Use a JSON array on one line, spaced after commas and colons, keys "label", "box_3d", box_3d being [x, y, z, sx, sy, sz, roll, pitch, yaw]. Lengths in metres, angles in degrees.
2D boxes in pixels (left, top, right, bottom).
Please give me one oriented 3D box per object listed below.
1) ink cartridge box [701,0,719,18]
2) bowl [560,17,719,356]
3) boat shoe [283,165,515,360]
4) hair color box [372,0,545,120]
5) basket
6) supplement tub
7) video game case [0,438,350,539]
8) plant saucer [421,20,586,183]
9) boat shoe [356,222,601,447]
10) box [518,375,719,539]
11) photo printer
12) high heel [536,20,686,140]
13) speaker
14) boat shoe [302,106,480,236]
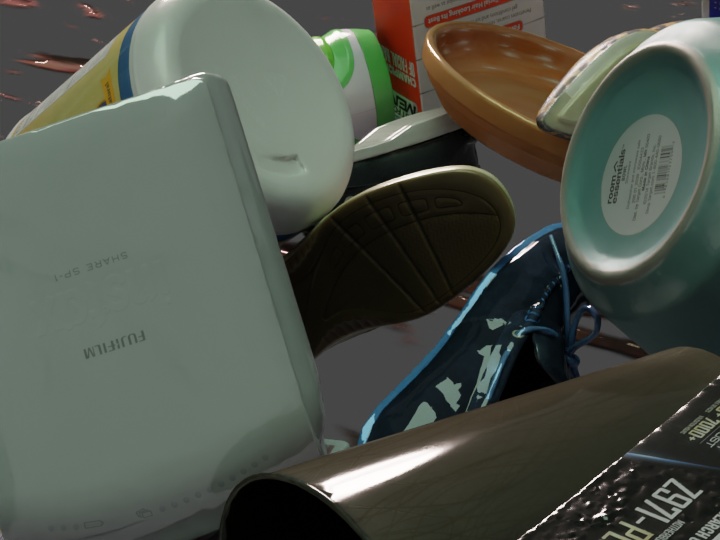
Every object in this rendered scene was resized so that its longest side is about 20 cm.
[{"label": "ink cartridge box", "box_3d": [0.308, -0.161, 1.037, 0.196, 0.200, 0.047, 18, 79, 15]}, {"label": "bowl", "box_3d": [0.169, -0.039, 0.801, 0.104, 0.202, 0.201, 16, 16, -28]}, {"label": "boat shoe", "box_3d": [0.000, 0.000, 0.907, 0.199, 0.072, 0.065, -33, 5, 26]}, {"label": "hair color box", "box_3d": [0.066, -0.203, 1.183, 0.110, 0.202, 0.064, -21, 31, -22]}, {"label": "basket", "box_3d": [0.069, 0.113, 0.671, 0.198, 0.138, 0.180, -18, 6, -26]}, {"label": "supplement tub", "box_3d": [-0.115, -0.052, 0.942, 0.199, 0.145, 0.145, -33, 10, 38]}, {"label": "video game case", "box_3d": [-0.120, 0.119, 0.834, 0.198, 0.018, 0.143, 5, 31, 24]}, {"label": "plant saucer", "box_3d": [0.129, -0.100, 1.079, 0.198, 0.038, 0.201, 18, 24, -8]}, {"label": "boat shoe", "box_3d": [0.077, 0.058, 0.849, 0.068, 0.085, 0.200, 20, 55, 31]}, {"label": "box", "box_3d": [0.105, 0.153, 0.550, 0.086, 0.165, 0.199, 19, 37, 41]}, {"label": "photo printer", "box_3d": [-0.111, 0.029, 0.785, 0.165, 0.202, 0.069, -17, -8, 1]}, {"label": "high heel", "box_3d": [0.159, -0.110, 1.047, 0.199, 0.072, 0.142, -22, 8, -28]}, {"label": "speaker", "box_3d": [-0.080, -0.110, 1.179, 0.198, 0.089, 0.089, -14, 28, -11]}, {"label": "boat shoe", "box_3d": [-0.009, -0.049, 1.070, 0.198, 0.061, 0.076, -20, 10, -16]}]
